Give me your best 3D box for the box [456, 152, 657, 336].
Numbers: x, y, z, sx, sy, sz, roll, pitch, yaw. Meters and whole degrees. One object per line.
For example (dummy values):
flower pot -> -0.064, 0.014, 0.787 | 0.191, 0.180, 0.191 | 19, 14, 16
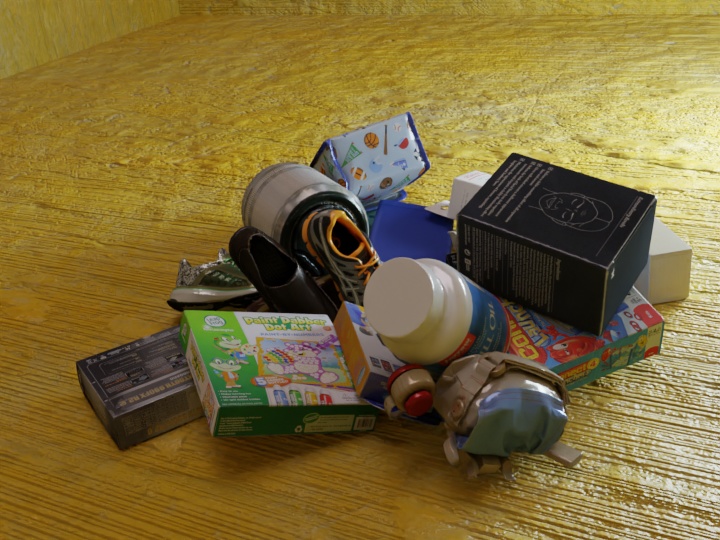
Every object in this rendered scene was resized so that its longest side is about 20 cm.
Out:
box -> 0.236, -0.038, 1.097 | 0.197, 0.109, 0.148 | 22, 49, 30

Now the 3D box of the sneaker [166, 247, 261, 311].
sneaker -> -0.188, 0.007, 1.316 | 0.195, 0.091, 0.077 | -5, -15, 6

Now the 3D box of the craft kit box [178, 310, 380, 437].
craft kit box -> -0.100, 0.117, 1.070 | 0.196, 0.050, 0.198 | 3, 25, -26

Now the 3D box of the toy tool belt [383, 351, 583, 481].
toy tool belt -> 0.132, 0.154, 0.928 | 0.196, 0.126, 0.124 | 5, 38, -30

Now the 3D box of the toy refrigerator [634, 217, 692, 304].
toy refrigerator -> 0.408, -0.034, 1.310 | 0.068, 0.078, 0.201 | -9, 25, -5

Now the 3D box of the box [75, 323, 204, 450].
box -> -0.243, 0.134, 1.149 | 0.197, 0.049, 0.158 | -21, 31, -28

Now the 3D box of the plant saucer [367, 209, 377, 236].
plant saucer -> 0.013, -0.070, 1.531 | 0.195, 0.028, 0.201 | -5, 27, 3

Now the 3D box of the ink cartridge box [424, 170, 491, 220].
ink cartridge box -> 0.214, -0.110, 1.455 | 0.196, 0.069, 0.117 | 17, 18, 21

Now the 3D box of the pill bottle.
pill bottle -> 0.083, 0.053, 0.988 | 0.110, 0.115, 0.199 | 11, -8, 32

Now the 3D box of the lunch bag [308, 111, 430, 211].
lunch bag -> 0.005, -0.166, 1.546 | 0.167, 0.126, 0.200 | -19, -4, -21

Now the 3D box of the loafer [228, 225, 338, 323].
loafer -> -0.097, 0.025, 1.192 | 0.073, 0.200, 0.071 | -48, 10, -12

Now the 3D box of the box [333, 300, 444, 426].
box -> 0.041, 0.111, 1.084 | 0.117, 0.042, 0.201 | 19, 18, -20

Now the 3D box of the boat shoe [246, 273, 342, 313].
boat shoe -> -0.069, 0.037, 1.286 | 0.197, 0.074, 0.072 | -23, 31, -18

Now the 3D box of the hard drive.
hard drive -> 0.080, -0.048, 1.427 | 0.129, 0.026, 0.201 | 9, 32, 4

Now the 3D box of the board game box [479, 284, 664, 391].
board game box -> 0.237, 0.052, 1.121 | 0.192, 0.057, 0.201 | -20, 44, -14

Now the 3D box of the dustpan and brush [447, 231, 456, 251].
dustpan and brush -> 0.185, -0.050, 1.361 | 0.136, 0.059, 0.200 | -7, -17, -9

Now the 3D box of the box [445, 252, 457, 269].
box -> 0.227, 0.021, 1.249 | 0.195, 0.044, 0.161 | -9, 33, -2

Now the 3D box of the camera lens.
camera lens -> -0.088, -0.073, 1.400 | 0.157, 0.164, 0.200 | -16, 26, -21

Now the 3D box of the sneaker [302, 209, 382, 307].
sneaker -> 0.000, 0.000, 1.223 | 0.078, 0.200, 0.077 | -46, 8, -26
